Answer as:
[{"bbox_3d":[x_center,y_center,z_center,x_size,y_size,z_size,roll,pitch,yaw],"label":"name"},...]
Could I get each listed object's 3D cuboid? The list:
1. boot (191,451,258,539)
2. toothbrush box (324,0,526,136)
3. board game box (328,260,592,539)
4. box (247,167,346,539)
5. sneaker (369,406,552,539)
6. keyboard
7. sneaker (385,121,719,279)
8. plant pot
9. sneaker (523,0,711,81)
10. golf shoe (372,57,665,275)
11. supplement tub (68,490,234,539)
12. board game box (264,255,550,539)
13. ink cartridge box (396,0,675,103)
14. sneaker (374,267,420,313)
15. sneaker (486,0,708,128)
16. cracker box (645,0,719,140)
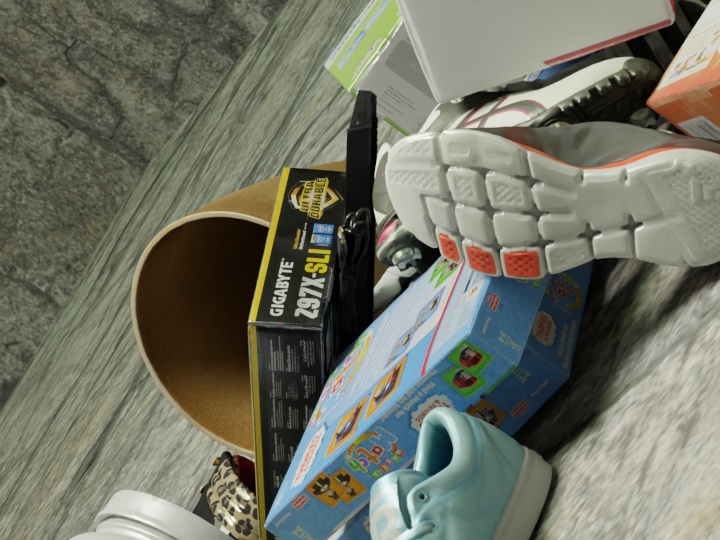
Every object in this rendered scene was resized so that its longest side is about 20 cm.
[{"bbox_3d":[-0.113,0.194,1.967,0.151,0.073,0.200,-55,13,6],"label":"boot"},{"bbox_3d":[0.062,-0.125,2.009,0.086,0.146,0.200,-54,9,3],"label":"toothbrush box"},{"bbox_3d":[0.054,0.076,1.636,0.200,0.037,0.151,-50,11,29],"label":"board game box"},{"bbox_3d":[-0.033,0.062,1.763,0.160,0.049,0.200,-78,-11,-52],"label":"box"},{"bbox_3d":[0.030,0.145,1.418,0.074,0.082,0.200,-48,11,36],"label":"sneaker"},{"bbox_3d":[0.000,0.000,1.721,0.127,0.021,0.200,-77,-11,-62],"label":"keyboard"},{"bbox_3d":[0.113,-0.042,1.484,0.082,0.200,0.077,-45,-42,-60],"label":"sneaker"},{"bbox_3d":[-0.027,0.003,1.988,0.186,0.186,0.200,-46,-2,40],"label":"plant pot"},{"bbox_3d":[0.164,-0.134,1.753,0.200,0.079,0.089,-56,7,-12],"label":"sneaker"},{"bbox_3d":[0.081,-0.076,1.608,0.200,0.077,0.088,-32,54,27],"label":"golf shoe"},{"bbox_3d":[-0.149,0.249,1.740,0.200,0.145,0.145,-58,10,-22],"label":"supplement tub"},{"bbox_3d":[0.033,0.049,1.568,0.200,0.037,0.151,-44,14,39],"label":"board game box"},{"bbox_3d":[0.104,-0.180,1.667,0.145,0.083,0.200,-19,16,13],"label":"ink cartridge box"},{"bbox_3d":[0.065,0.000,1.793,0.115,0.075,0.200,-57,5,-6],"label":"sneaker"},{"bbox_3d":[0.130,-0.091,1.686,0.200,0.075,0.081,-26,-1,12],"label":"sneaker"},{"bbox_3d":[0.244,-0.159,1.511,0.200,0.058,0.134,-57,10,-11],"label":"cracker box"}]
